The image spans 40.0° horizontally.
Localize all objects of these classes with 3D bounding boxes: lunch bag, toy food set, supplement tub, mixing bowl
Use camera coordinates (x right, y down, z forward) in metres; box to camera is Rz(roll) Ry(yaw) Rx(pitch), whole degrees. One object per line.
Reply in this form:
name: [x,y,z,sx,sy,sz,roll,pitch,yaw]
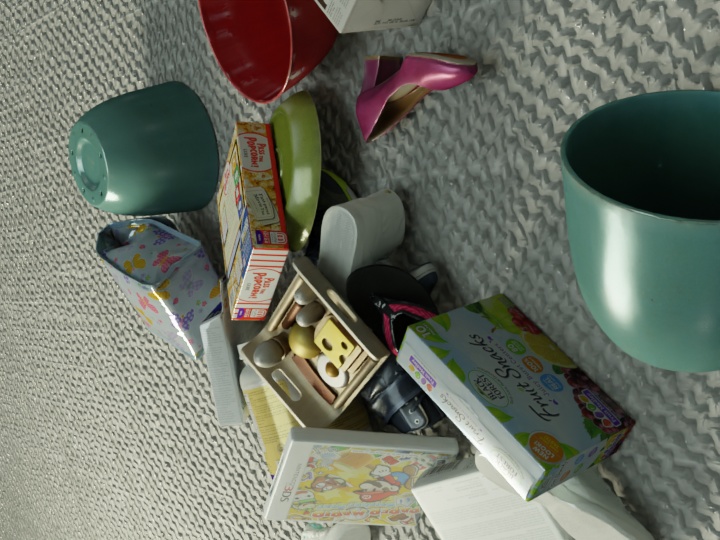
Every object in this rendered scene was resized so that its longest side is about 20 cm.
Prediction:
lunch bag: [-0.296,0.014,1.492,0.200,0.127,0.170,22,147,41]
toy food set: [-0.060,0.092,1.133,0.144,0.060,0.200,48,141,11]
supplement tub: [-0.072,0.172,1.286,0.145,0.145,0.200,-21,87,53]
mixing bowl: [-0.094,-0.305,1.147,0.200,0.108,0.200,35,138,40]

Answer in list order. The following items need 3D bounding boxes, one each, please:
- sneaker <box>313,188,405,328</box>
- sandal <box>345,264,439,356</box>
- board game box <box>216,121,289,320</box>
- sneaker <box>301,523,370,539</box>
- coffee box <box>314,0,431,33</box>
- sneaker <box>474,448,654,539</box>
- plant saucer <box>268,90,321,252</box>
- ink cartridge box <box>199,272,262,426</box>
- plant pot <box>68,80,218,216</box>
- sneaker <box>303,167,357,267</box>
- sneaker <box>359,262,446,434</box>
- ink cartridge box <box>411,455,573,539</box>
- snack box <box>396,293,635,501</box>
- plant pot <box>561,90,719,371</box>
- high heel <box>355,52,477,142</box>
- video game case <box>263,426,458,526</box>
sneaker: [0.000,0.000,1.156,0.074,0.116,0.200,33,127,25]
sandal: [0.064,0.072,1.081,0.075,0.045,0.200,-41,96,12]
board game box: [-0.138,-0.062,1.238,0.152,0.046,0.200,115,150,-50]
sneaker: [-0.050,0.388,1.398,0.089,0.075,0.200,62,144,33]
coffee box: [-0.018,-0.349,1.042,0.200,0.113,0.080,54,138,22]
sneaker: [0.220,0.211,0.999,0.200,0.089,0.075,35,148,8]
plant saucer: [-0.092,-0.123,1.226,0.200,0.031,0.200,-179,90,-71]
ink cartridge box: [-0.174,0.087,1.368,0.041,0.200,0.200,-6,101,7]
plant pot: [-0.333,-0.170,1.469,0.201,0.161,0.201,24,122,45]
sneaker: [-0.038,-0.029,1.217,0.074,0.081,0.200,-17,90,53]
sneaker: [0.065,0.098,1.149,0.146,0.077,0.202,47,128,17]
ink cartridge box: [0.171,0.298,1.107,0.160,0.047,0.200,-26,99,42]
snack box: [0.151,0.119,0.986,0.200,0.142,0.053,46,135,31]
plant pot: [0.254,-0.022,0.758,0.201,0.200,0.161,31,140,41]
high heel: [0.055,-0.179,1.045,0.200,0.067,0.096,14,105,54]
video game case: [-0.003,0.253,1.192,0.182,0.200,0.023,110,161,-45]
